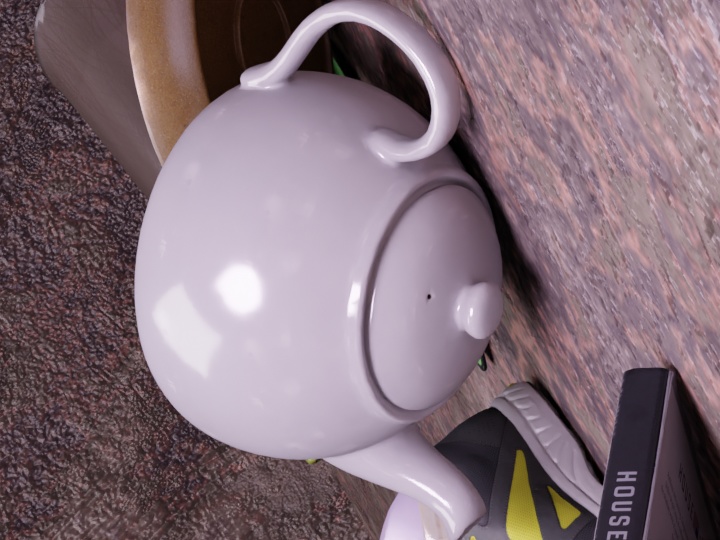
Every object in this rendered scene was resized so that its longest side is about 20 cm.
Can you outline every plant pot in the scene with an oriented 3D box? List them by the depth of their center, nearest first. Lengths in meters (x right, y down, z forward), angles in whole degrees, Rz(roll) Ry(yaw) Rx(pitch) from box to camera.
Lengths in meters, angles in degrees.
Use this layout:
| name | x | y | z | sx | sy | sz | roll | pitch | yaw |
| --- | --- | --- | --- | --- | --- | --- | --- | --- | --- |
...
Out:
| name | x | y | z | sx | sy | sz | roll | pitch | yaw |
| --- | --- | --- | --- | --- | --- | --- | --- | --- | --- |
| plant pot | -0.057 | -0.111 | 1.153 | 0.200 | 0.027 | 0.201 | -6 | -90 | -66 |

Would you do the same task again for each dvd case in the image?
| name | x | y | z | sx | sy | sz | roll | pitch | yaw |
| --- | --- | --- | --- | --- | --- | --- | --- | --- | --- |
| dvd case | 0.112 | 0.162 | 0.891 | 0.151 | 0.025 | 0.200 | 69 | -153 | -45 |

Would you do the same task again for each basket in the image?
| name | x | y | z | sx | sy | sz | roll | pitch | yaw |
| --- | --- | --- | --- | --- | --- | --- | --- | --- | --- |
| basket | -0.081 | -0.084 | 1.359 | 0.200 | 0.136 | 0.180 | 53 | -171 | 30 |

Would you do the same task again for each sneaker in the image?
| name | x | y | z | sx | sy | sz | roll | pitch | yaw |
| --- | --- | --- | --- | --- | --- | --- | --- | --- | --- |
| sneaker | 0.097 | 0.144 | 1.170 | 0.200 | 0.084 | 0.075 | 54 | 171 | 49 |

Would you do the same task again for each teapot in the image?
| name | x | y | z | sx | sy | sz | roll | pitch | yaw |
| --- | --- | --- | --- | --- | --- | --- | --- | --- | --- |
| teapot | 0.000 | 0.000 | 1.073 | 0.146 | 0.198 | 0.200 | 12 | 165 | 34 |

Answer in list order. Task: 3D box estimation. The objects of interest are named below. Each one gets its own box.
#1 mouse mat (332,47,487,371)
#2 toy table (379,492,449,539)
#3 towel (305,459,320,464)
| name | x | y | z | sx | sy | sz | roll | pitch | yaw |
| --- | --- | --- | --- | --- | --- | --- | --- | --- | --- |
| mouse mat | 0.018 | -0.050 | 1.321 | 0.200 | 0.008 | 0.161 | 57 | 172 | 31 |
| toy table | 0.066 | 0.208 | 1.373 | 0.117 | 0.183 | 0.201 | 30 | -143 | -77 |
| towel | -0.031 | 0.013 | 1.453 | 0.023 | 0.143 | 0.200 | -36 | 80 | 51 |
